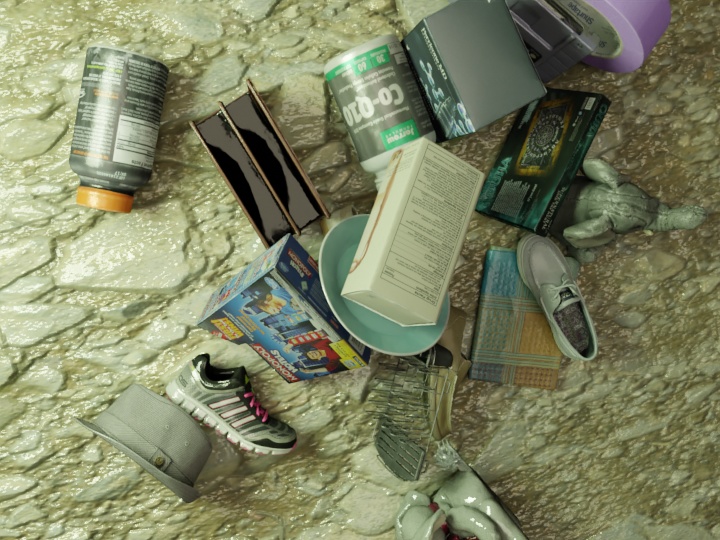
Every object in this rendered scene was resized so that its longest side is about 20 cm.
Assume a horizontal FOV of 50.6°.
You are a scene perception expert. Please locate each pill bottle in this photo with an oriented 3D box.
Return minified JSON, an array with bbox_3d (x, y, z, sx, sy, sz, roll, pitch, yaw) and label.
[{"bbox_3d":[-0.317,-0.178,0.988,0.104,0.106,0.203,11,94,-9],"label":"pill bottle"},{"bbox_3d":[0.036,-0.203,1.033,0.112,0.113,0.202,-24,98,-5],"label":"pill bottle"}]

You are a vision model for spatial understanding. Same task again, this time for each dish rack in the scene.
[{"bbox_3d":[0.058,0.181,1.057,0.054,0.153,0.203,13,95,-25],"label":"dish rack"}]

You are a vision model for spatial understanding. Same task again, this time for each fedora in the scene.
[{"bbox_3d":[-0.273,0.217,1.010,0.199,0.177,0.091,40,69,-8],"label":"fedora"}]

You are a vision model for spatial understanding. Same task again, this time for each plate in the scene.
[{"bbox_3d":[0.029,0.020,0.990,0.198,0.026,0.203,16,57,-25],"label":"plate"}]

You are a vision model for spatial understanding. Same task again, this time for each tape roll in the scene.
[{"bbox_3d":[0.307,-0.353,1.014,0.199,0.200,0.066,36,90,-10],"label":"tape roll"}]

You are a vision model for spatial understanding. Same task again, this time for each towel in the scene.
[{"bbox_3d":[0.242,0.071,1.136,0.144,0.022,0.203,8,95,-9],"label":"towel"}]

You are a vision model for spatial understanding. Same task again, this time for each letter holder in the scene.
[{"bbox_3d":[-0.131,-0.133,1.001,0.100,0.142,0.202,-32,99,-4],"label":"letter holder"}]

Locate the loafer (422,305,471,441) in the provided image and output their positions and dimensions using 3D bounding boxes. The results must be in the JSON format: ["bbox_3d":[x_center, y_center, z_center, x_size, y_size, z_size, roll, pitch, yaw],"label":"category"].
[{"bbox_3d":[0.126,0.145,1.097,0.066,0.076,0.204,0,95,-2],"label":"loafer"}]

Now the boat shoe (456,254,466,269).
[{"bbox_3d":[0.053,0.018,1.080,0.198,0.072,0.060,-33,85,-1],"label":"boat shoe"}]

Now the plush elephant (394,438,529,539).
[{"bbox_3d":[0.128,0.365,1.078,0.155,0.165,0.200,-41,92,0],"label":"plush elephant"}]

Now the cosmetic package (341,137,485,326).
[{"bbox_3d":[0.065,-0.044,0.931,0.102,0.087,0.202,28,73,-20],"label":"cosmetic package"}]

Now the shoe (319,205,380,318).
[{"bbox_3d":[0.000,0.000,1.028,0.053,0.070,0.202,-28,64,12],"label":"shoe"}]

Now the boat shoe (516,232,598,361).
[{"bbox_3d":[0.290,0.038,1.092,0.069,0.072,0.203,-27,100,-5],"label":"boat shoe"}]

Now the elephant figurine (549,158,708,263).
[{"bbox_3d":[0.336,-0.089,1.038,0.153,0.200,0.143,-26,91,-7],"label":"elephant figurine"}]

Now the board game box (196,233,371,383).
[{"bbox_3d":[-0.113,0.064,1.026,0.200,0.198,0.062,49,43,-29],"label":"board game box"}]

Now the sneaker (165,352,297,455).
[{"bbox_3d":[-0.167,0.182,1.059,0.198,0.074,0.088,30,97,-5],"label":"sneaker"}]

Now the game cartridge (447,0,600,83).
[{"bbox_3d":[0.214,-0.343,1.038,0.199,0.129,0.039,37,71,-9],"label":"game cartridge"}]

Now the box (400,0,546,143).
[{"bbox_3d":[0.136,-0.262,0.998,0.106,0.200,0.150,-27,98,-5],"label":"box"}]

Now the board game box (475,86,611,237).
[{"bbox_3d":[0.248,-0.156,1.060,0.028,0.135,0.202,26,92,-36],"label":"board game box"}]
